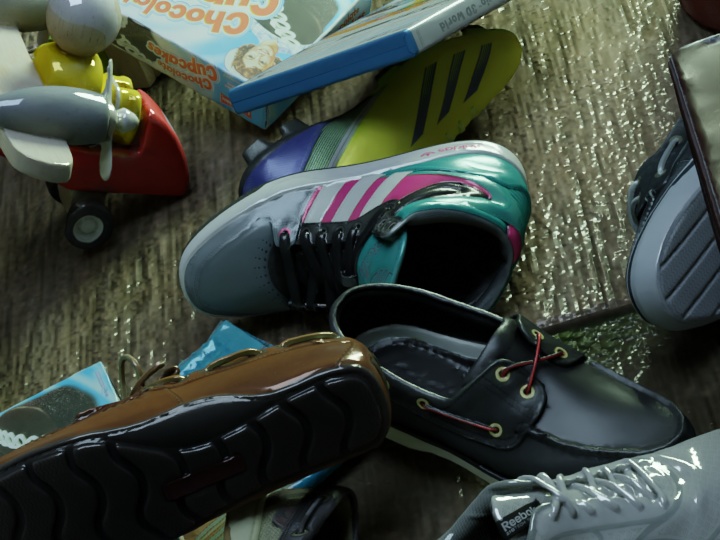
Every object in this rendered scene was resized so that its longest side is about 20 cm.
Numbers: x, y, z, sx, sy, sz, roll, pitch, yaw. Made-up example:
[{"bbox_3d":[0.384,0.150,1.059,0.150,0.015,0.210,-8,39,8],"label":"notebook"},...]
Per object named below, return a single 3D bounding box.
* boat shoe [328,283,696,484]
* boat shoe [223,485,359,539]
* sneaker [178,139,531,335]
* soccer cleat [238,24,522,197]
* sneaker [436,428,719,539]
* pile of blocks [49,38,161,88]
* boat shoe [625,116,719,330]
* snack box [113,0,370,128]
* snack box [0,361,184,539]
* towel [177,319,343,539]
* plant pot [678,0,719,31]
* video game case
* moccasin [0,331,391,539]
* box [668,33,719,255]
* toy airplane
[{"bbox_3d":[0.071,0.060,1.196,0.201,0.063,0.074,17,47,29],"label":"boat shoe"},{"bbox_3d":[-0.026,0.161,1.116,0.065,0.073,0.200,-21,34,10],"label":"boat shoe"},{"bbox_3d":[0.000,0.000,1.315,0.200,0.084,0.121,-18,25,4],"label":"sneaker"},{"bbox_3d":[0.022,-0.072,1.428,0.200,0.065,0.084,-32,66,-21],"label":"soccer cleat"},{"bbox_3d":[0.100,0.120,1.098,0.200,0.081,0.075,-28,33,-11],"label":"sneaker"},{"bbox_3d":[-0.154,-0.164,1.630,0.200,0.062,0.082,-35,37,-19],"label":"pile of blocks"},{"bbox_3d":[0.175,-0.031,1.278,0.071,0.072,0.200,-6,27,36],"label":"boat shoe"},{"bbox_3d":[-0.107,-0.180,1.563,0.200,0.037,0.116,30,56,17],"label":"snack box"},{"bbox_3d":[-0.150,0.135,1.219,0.116,0.037,0.200,-27,36,-4],"label":"snack box"},{"bbox_3d":[-0.097,0.108,1.271,0.200,0.022,0.147,-39,38,-22],"label":"towel"},{"bbox_3d":[0.232,-0.255,1.423,0.200,0.195,0.201,-14,35,10],"label":"plant pot"},{"bbox_3d":[0.031,-0.148,1.460,0.143,0.018,0.200,-15,13,41],"label":"video game case"},{"bbox_3d":[-0.086,0.078,1.170,0.201,0.074,0.078,-25,22,-1],"label":"moccasin"},{"bbox_3d":[0.245,0.000,1.071,0.166,0.200,0.164,-17,35,7],"label":"box"},{"bbox_3d":[-0.200,-0.117,1.447,0.200,0.199,0.141,41,105,15],"label":"toy airplane"}]
